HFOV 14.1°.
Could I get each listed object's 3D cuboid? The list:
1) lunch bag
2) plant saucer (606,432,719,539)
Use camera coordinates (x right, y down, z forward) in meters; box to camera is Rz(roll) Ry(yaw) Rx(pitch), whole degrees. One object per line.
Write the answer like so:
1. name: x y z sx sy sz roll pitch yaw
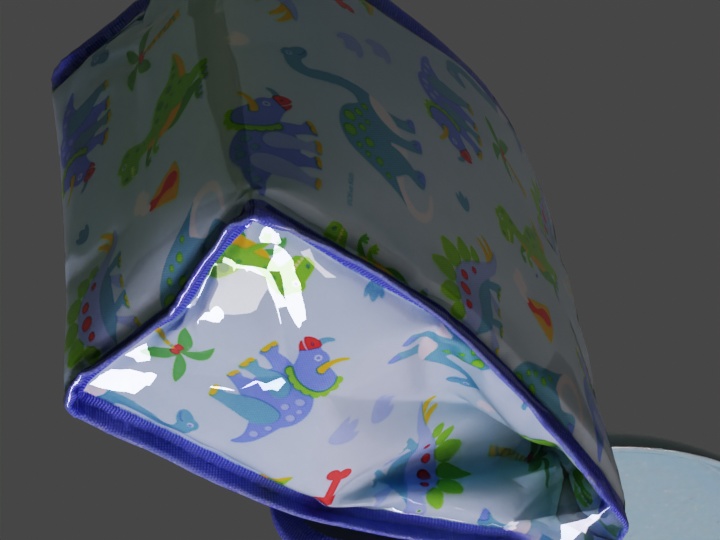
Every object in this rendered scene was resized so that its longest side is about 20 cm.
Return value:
1. lunch bag: 0.000 0.000 0.980 0.200 0.170 0.127 26 125 -30
2. plant saucer: 0.092 0.129 1.205 0.200 0.036 0.200 -3 134 -3
